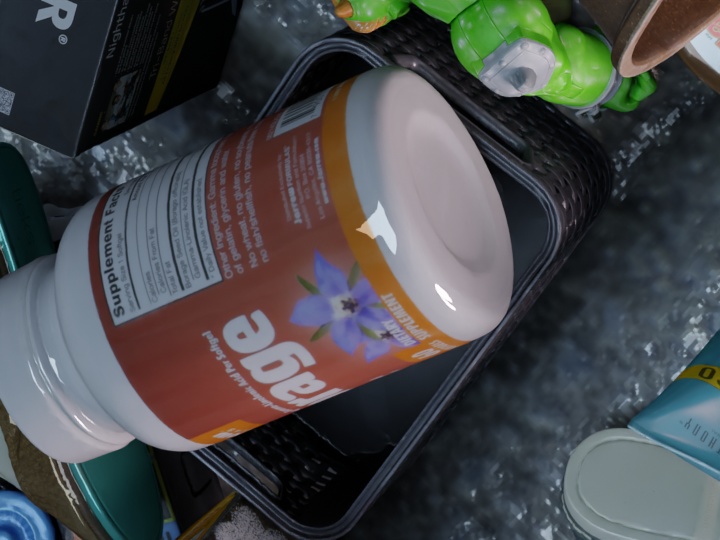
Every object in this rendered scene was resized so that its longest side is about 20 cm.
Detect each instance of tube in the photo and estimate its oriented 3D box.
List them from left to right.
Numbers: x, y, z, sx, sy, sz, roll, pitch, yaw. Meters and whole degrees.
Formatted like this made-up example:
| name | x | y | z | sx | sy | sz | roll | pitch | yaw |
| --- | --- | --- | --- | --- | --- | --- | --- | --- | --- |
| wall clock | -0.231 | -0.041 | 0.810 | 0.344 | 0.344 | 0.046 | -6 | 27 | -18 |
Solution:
| name | x | y | z | sx | sy | sz | roll | pitch | yaw |
| --- | --- | --- | --- | --- | --- | --- | --- | --- | --- |
| tube | 0.159 | 0.049 | 0.961 | 0.077 | 0.200 | 0.051 | 25 | 112 | 10 |

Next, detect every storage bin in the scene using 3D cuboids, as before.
| name | x | y | z | sx | sy | sz | roll | pitch | yaw |
| --- | --- | --- | --- | --- | --- | --- | --- | --- | --- |
| storage bin | 0.000 | 0.000 | 1.065 | 0.135 | 0.094 | 0.200 | 38 | 115 | 6 |

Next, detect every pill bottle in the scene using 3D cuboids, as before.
| name | x | y | z | sx | sy | sz | roll | pitch | yaw |
| --- | --- | --- | --- | --- | --- | --- | --- | --- | --- |
| pill bottle | -0.048 | 0.006 | 0.972 | 0.199 | 0.112 | 0.113 | -23 | 96 | 24 |

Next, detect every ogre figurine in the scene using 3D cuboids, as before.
| name | x | y | z | sx | sy | sz | roll | pitch | yaw |
| --- | --- | --- | --- | --- | --- | --- | --- | --- | --- |
| ogre figurine | 0.040 | -0.143 | 0.995 | 0.098 | 0.120 | 0.201 | -16 | 98 | 23 |

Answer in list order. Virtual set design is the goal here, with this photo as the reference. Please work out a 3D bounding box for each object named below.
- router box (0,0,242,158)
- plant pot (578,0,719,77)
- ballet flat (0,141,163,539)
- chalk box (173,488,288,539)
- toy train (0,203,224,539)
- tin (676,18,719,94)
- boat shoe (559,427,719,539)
| name | x | y | z | sx | sy | sz | roll | pitch | yaw |
| --- | --- | --- | --- | --- | --- | --- | --- | --- | --- |
| router box | -0.082 | -0.160 | 1.015 | 0.052 | 0.157 | 0.201 | 23 | 111 | 12 |
| plant pot | 0.097 | -0.210 | 0.879 | 0.198 | 0.200 | 0.200 | 46 | 115 | 10 |
| ballet flat | -0.152 | 0.043 | 1.072 | 0.072 | 0.068 | 0.201 | -21 | 94 | 26 |
| chalk box | -0.047 | 0.222 | 1.057 | 0.124 | 0.125 | 0.200 | -38 | 94 | 23 |
| toy train | -0.141 | 0.059 | 1.141 | 0.114 | 0.087 | 0.201 | -16 | 97 | 14 |
| tin | 0.202 | -0.151 | 0.980 | 0.112 | 0.042 | 0.200 | 45 | 115 | 8 |
| boat shoe | 0.182 | 0.126 | 1.063 | 0.199 | 0.073 | 0.062 | 19 | 154 | 7 |
